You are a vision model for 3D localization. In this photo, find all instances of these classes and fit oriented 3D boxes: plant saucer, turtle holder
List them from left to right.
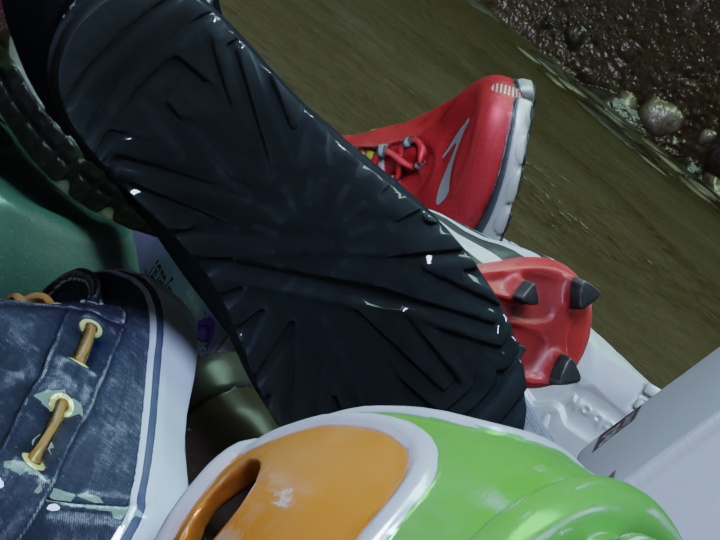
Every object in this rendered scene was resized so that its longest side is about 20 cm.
[{"bbox_3d":[-0.156,-0.045,1.065,0.200,0.036,0.200,36,11,-8],"label":"plant saucer"},{"bbox_3d":[0.023,0.106,0.747,0.131,0.142,0.185,26,8,33],"label":"turtle holder"}]

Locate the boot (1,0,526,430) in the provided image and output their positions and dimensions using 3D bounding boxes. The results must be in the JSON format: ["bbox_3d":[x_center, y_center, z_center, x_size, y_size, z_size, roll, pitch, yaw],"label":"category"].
[{"bbox_3d":[-0.034,-0.026,0.896,0.200,0.076,0.168,50,1,-18],"label":"boot"}]

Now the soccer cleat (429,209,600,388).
[{"bbox_3d":[0.000,0.000,1.063,0.199,0.069,0.085,16,-2,-34],"label":"soccer cleat"}]

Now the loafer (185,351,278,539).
[{"bbox_3d":[-0.002,0.083,0.962,0.200,0.073,0.071,13,35,-51],"label":"loafer"}]

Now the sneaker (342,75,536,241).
[{"bbox_3d":[0.007,-0.034,1.252,0.085,0.200,0.077,21,60,-22],"label":"sneaker"}]

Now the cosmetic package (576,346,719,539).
[{"bbox_3d":[0.191,0.116,1.034,0.200,0.165,0.165,53,12,-1],"label":"cosmetic package"}]

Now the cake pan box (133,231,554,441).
[{"bbox_3d":[-0.004,0.039,1.155,0.184,0.052,0.200,30,13,-25],"label":"cake pan box"}]

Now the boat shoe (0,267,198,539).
[{"bbox_3d":[-0.101,0.031,0.829,0.091,0.071,0.200,37,13,-19],"label":"boat shoe"}]

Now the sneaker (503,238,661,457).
[{"bbox_3d":[0.091,0.054,1.371,0.200,0.076,0.080,44,1,12],"label":"sneaker"}]

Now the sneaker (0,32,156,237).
[{"bbox_3d":[-0.122,-0.084,1.060,0.200,0.077,0.089,36,0,-3],"label":"sneaker"}]

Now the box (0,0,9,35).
[{"bbox_3d":[-0.186,-0.115,0.906,0.100,0.096,0.200,40,40,15],"label":"box"}]
